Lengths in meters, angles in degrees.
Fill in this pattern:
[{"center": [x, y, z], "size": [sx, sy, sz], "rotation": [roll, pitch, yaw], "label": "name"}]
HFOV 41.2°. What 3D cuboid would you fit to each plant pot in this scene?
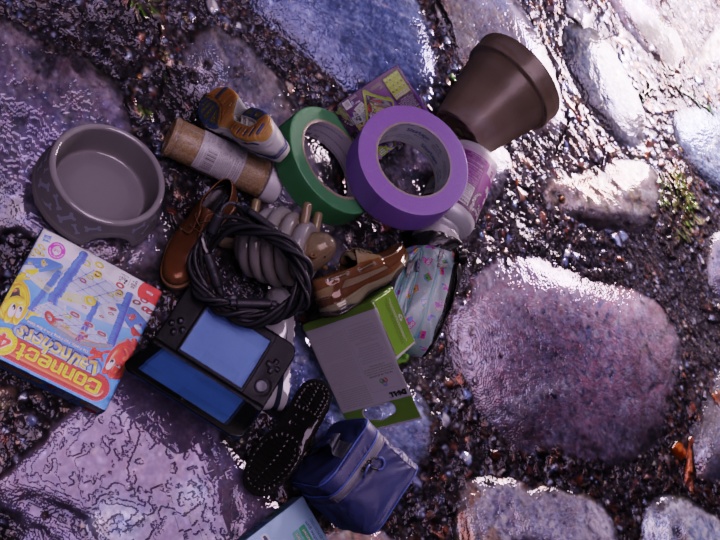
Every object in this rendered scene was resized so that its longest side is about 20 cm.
[{"center": [0.239, -0.308, 1.778], "size": [0.173, 0.200, 0.200], "rotation": [-42, 98, -13], "label": "plant pot"}]

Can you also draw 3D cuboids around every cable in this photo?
[{"center": [-0.164, 0.005, 1.432], "size": [0.199, 0.051, 0.164], "rotation": [36, 93, 3], "label": "cable"}]

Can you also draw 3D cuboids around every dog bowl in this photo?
[{"center": [-0.383, -0.130, 1.427], "size": [0.198, 0.059, 0.202], "rotation": [18, 54, -26], "label": "dog bowl"}]

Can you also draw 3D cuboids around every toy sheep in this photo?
[{"center": [-0.132, -0.041, 1.519], "size": [0.138, 0.198, 0.140], "rotation": [4, 90, -69], "label": "toy sheep"}]

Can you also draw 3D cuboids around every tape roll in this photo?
[{"center": [-0.057, -0.176, 1.608], "size": [0.199, 0.048, 0.202], "rotation": [29, 46, -35], "label": "tape roll"}, {"center": [0.078, -0.172, 1.605], "size": [0.198, 0.066, 0.203], "rotation": [8, 66, -19], "label": "tape roll"}]

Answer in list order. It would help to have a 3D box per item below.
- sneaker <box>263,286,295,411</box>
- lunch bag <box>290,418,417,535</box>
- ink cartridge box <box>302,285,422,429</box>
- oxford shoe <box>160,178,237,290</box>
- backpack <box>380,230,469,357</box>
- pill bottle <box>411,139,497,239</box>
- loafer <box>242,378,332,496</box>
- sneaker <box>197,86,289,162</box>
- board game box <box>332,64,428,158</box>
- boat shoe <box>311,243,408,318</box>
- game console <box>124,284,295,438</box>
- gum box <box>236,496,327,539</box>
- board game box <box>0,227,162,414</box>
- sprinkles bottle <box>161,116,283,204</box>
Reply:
[{"center": [-0.150, 0.119, 1.509], "size": [0.079, 0.076, 0.203], "rotation": [7, 71, -16], "label": "sneaker"}, {"center": [-0.017, 0.305, 1.453], "size": [0.132, 0.200, 0.136], "rotation": [42, 67, -9], "label": "lunch bag"}, {"center": [0.016, 0.147, 1.537], "size": [0.076, 0.147, 0.202], "rotation": [-33, 102, -56], "label": "ink cartridge box"}, {"center": [-0.254, -0.063, 1.491], "size": [0.071, 0.071, 0.202], "rotation": [25, 65, 1], "label": "oxford shoe"}, {"center": [0.094, 0.045, 1.622], "size": [0.125, 0.167, 0.202], "rotation": [19, 70, -1], "label": "backpack"}, {"center": [0.164, -0.125, 1.716], "size": [0.112, 0.112, 0.202], "rotation": [33, 64, -16], "label": "pill bottle"}, {"center": [-0.106, 0.266, 1.490], "size": [0.073, 0.071, 0.201], "rotation": [34, 77, 16], "label": "loafer"}, {"center": [-0.190, -0.228, 1.542], "size": [0.075, 0.200, 0.088], "rotation": [-48, 137, -3], "label": "sneaker"}, {"center": [0.043, -0.281, 1.713], "size": [0.120, 0.032, 0.200], "rotation": [52, 45, -3], "label": "board game box"}, {"center": [0.000, 0.000, 1.514], "size": [0.199, 0.075, 0.074], "rotation": [-36, 103, -41], "label": "boat shoe"}, {"center": [-0.215, 0.128, 1.409], "size": [0.199, 0.118, 0.172], "rotation": [32, 76, 1], "label": "game console"}, {"center": [-0.127, 0.469, 1.439], "size": [0.199, 0.044, 0.171], "rotation": [-32, 93, -32], "label": "gum box"}, {"center": [-0.418, 0.074, 1.383], "size": [0.199, 0.056, 0.198], "rotation": [30, 64, -18], "label": "board game box"}, {"center": [-0.219, -0.176, 1.550], "size": [0.198, 0.068, 0.069], "rotation": [24, 66, -21], "label": "sprinkles bottle"}]
